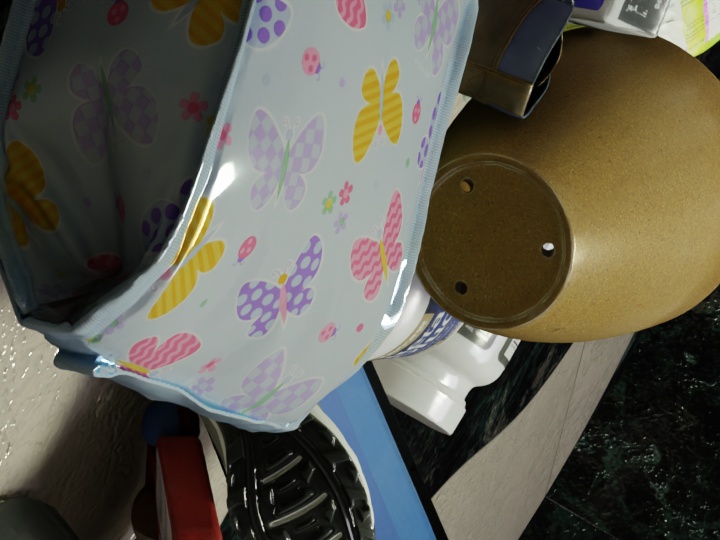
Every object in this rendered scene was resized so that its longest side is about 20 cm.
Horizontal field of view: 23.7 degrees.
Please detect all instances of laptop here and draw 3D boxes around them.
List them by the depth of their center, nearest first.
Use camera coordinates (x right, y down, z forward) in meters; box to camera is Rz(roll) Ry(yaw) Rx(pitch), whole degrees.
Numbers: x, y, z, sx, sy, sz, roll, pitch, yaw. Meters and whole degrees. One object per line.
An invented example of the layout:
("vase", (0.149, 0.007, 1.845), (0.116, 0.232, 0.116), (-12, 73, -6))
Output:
("laptop", (-0.020, 0.117, 1.015), (0.103, 0.178, 0.200), (-24, 160, -2))

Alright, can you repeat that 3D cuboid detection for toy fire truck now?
("toy fire truck", (-0.099, 0.165, 0.956), (0.200, 0.111, 0.170), (-112, -156, -64))

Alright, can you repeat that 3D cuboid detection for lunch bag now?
("lunch bag", (-0.054, -0.050, 0.643), (0.169, 0.126, 0.202), (27, 72, -59))

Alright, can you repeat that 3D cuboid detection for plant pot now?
("plant pot", (0.108, -0.036, 0.962), (0.200, 0.185, 0.188), (-24, 140, -62))

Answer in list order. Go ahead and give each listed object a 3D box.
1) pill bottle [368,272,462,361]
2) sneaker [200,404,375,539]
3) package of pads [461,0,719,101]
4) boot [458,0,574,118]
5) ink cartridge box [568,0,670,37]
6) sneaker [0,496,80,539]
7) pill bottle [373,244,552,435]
("pill bottle", (0.000, 0.000, 1.040), (0.112, 0.110, 0.200), (-63, 165, 7))
("sneaker", (-0.048, 0.078, 0.899), (0.074, 0.201, 0.079), (-29, 179, 9))
("package of pads", (0.166, -0.170, 1.197), (0.200, 0.153, 0.069), (-32, 112, -61))
("boot", (0.079, -0.132, 0.946), (0.200, 0.096, 0.075), (-41, 153, -53))
("ink cartridge box", (0.153, -0.242, 1.012), (0.200, 0.043, 0.200), (-69, -159, 6))
("sneaker", (-0.195, 0.177, 0.827), (0.086, 0.081, 0.200), (-41, 174, 20))
("pill bottle", (0.078, 0.016, 1.316), (0.201, 0.115, 0.116), (-59, 165, -6))
